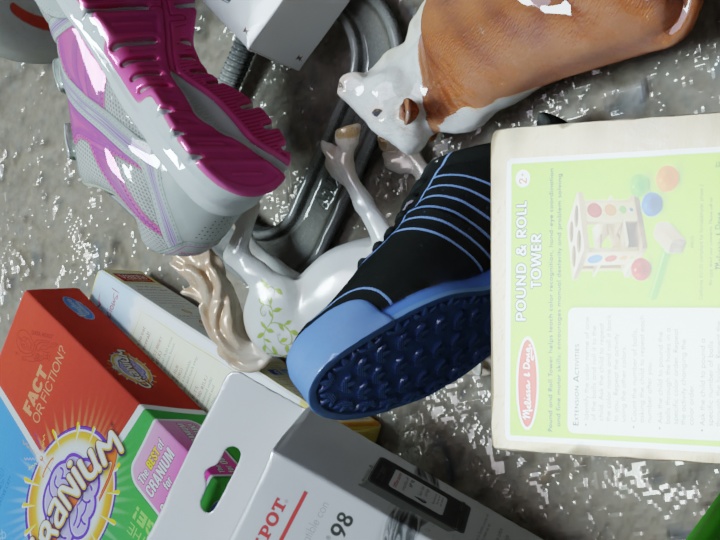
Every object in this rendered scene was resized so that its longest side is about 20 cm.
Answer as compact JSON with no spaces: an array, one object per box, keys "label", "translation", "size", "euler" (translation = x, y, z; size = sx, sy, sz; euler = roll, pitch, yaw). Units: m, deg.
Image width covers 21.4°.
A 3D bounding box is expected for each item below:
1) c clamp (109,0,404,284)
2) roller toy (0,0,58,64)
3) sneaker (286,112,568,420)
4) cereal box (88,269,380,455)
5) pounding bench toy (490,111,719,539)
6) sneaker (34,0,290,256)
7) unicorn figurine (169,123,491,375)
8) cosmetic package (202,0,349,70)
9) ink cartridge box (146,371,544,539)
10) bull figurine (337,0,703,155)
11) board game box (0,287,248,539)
[{"label":"c clamp","translation":[-0.061,-0.082,1.023],"size":[0.171,0.027,0.201],"euler":[44,115,31]},{"label":"roller toy","translation":[-0.189,-0.217,1.033],"size":[0.140,0.199,0.184],"euler":[35,130,36]},{"label":"sneaker","translation":[0.038,-0.006,0.843],"size":[0.078,0.199,0.070],"euler":[45,146,30]},{"label":"cereal box","translation":[-0.090,0.103,1.032],"size":[0.199,0.039,0.145],"euler":[31,108,37]},{"label":"pounding bench toy","translation":[0.146,0.045,0.760],"size":[0.124,0.155,0.202],"euler":[-2,87,39]},{"label":"sneaker","translation":[-0.118,-0.086,0.944],"size":[0.088,0.081,0.201],"euler":[-54,54,34]},{"label":"unicorn figurine","translation":[0.000,0.000,0.945],"size":[0.199,0.074,0.138],"euler":[-21,83,39]},{"label":"cosmetic package","translation":[-0.009,-0.207,0.952],"size":[0.083,0.051,0.200],"euler":[45,107,29]},{"label":"ink cartridge box","translation":[-0.006,0.147,0.883],"size":[0.199,0.067,0.116],"euler":[29,109,5]},{"label":"bull figurine","translation":[0.072,-0.129,0.888],"size":[0.199,0.065,0.122],"euler":[-13,83,38]},{"label":"board game box","translation":[-0.136,0.127,1.019],"size":[0.200,0.040,0.154],"euler":[39,114,34]}]
